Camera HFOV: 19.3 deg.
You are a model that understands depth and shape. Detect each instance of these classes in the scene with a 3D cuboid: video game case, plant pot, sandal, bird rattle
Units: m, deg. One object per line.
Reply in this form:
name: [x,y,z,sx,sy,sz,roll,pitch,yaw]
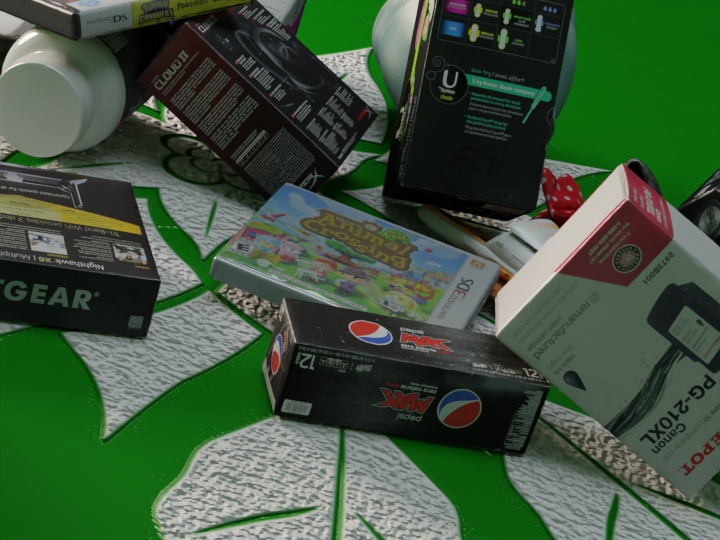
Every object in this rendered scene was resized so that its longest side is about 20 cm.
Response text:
video game case: [0.000,0.000,1.694,0.198,0.022,0.182,21,26,8]
plant pot: [0.117,-0.180,2.013,0.198,0.201,0.135,7,54,-22]
video game case: [-0.219,-0.244,1.816,0.180,0.026,0.199,-17,27,-34]
sandal: [0.135,-0.023,1.807,0.206,0.060,0.079,34,10,30]
bird rattle: [0.235,-0.010,1.870,0.162,0.114,0.200,13,10,-38]

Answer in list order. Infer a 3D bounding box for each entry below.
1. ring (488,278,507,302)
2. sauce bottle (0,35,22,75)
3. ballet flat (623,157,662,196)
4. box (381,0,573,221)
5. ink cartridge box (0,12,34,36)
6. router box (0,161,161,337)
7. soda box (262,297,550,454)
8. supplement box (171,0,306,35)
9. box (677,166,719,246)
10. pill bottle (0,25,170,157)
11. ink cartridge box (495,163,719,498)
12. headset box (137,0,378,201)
ring: [0.065,0.037,1.708,0.198,0.019,0.201,14,26,-7]
sauce bottle: [-0.382,-0.192,1.828,0.198,0.067,0.066,6,27,-28]
ballet flat: [0.212,0.004,1.726,0.066,0.057,0.202,-1,64,14]
box: [0.102,-0.156,1.852,0.123,0.202,0.149,11,-3,-6]
ink cartridge box: [-0.395,-0.260,1.979,0.198,0.041,0.200,18,25,1]
router box: [-0.259,-0.023,1.575,0.198,0.053,0.158,9,27,-20]
soda box: [0.032,0.078,1.550,0.198,0.064,0.071,11,26,-16]
supplement box: [-0.119,-0.234,2.038,0.102,0.102,0.200,18,25,0]
box: [0.358,0.003,1.809,0.201,0.043,0.160,60,30,-2]
pill bottle: [-0.241,-0.167,1.810,0.110,0.112,0.200,21,25,6]
ink cartridge box: [0.219,0.046,1.561,0.200,0.145,0.084,39,19,-11]
headset box: [-0.094,-0.157,1.845,0.200,0.077,0.149,42,25,-5]
